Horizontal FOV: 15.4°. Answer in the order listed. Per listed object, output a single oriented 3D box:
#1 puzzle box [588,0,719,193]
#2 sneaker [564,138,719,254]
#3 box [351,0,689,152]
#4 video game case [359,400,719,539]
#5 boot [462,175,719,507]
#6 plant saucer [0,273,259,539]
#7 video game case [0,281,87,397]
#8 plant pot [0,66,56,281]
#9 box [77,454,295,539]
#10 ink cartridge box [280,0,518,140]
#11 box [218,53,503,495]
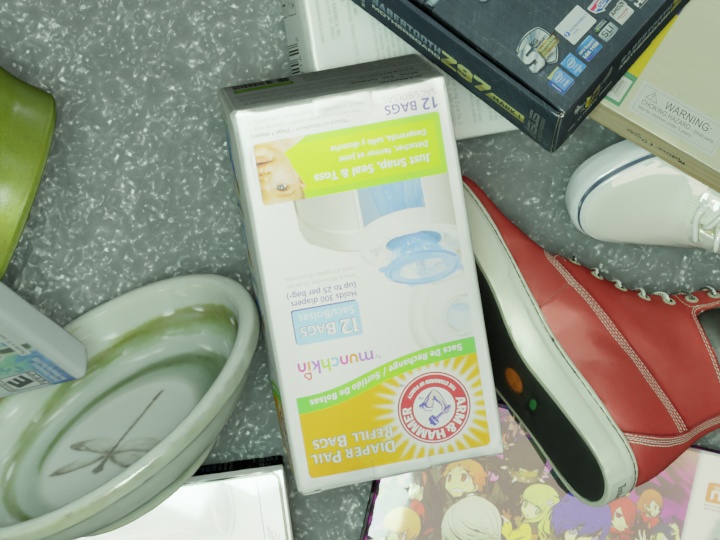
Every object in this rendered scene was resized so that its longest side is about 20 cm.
[{"bbox_3d":[0.182,-0.120,1.405,0.200,0.025,0.133,32,72,8],"label":"puzzle box"},{"bbox_3d":[0.211,-0.032,1.415,0.199,0.071,0.073,-2,130,-9],"label":"sneaker"},{"bbox_3d":[0.102,-0.183,1.382,0.158,0.051,0.200,39,71,13],"label":"box"},{"bbox_3d":[0.096,0.168,1.454,0.200,0.036,0.182,13,90,-3],"label":"video game case"},{"bbox_3d":[0.129,0.014,1.443,0.144,0.072,0.200,-29,76,-25],"label":"boot"},{"bbox_3d":[-0.128,0.084,1.368,0.200,0.200,0.050,-35,116,-1],"label":"plant saucer"},{"bbox_3d":[-0.266,0.027,1.336,0.182,0.200,0.022,-14,60,22],"label":"video game case"},{"bbox_3d":[-0.266,-0.062,1.366,0.193,0.200,0.201,21,91,-14],"label":"plant pot"},{"bbox_3d":[-0.132,0.171,1.433,0.199,0.060,0.117,-7,92,-2],"label":"box"},{"bbox_3d":[0.056,-0.152,1.447,0.200,0.047,0.161,-10,92,-18],"label":"ink cartridge box"},{"bbox_3d":[0.000,0.000,1.362,0.112,0.101,0.200,-10,102,-5],"label":"box"}]
